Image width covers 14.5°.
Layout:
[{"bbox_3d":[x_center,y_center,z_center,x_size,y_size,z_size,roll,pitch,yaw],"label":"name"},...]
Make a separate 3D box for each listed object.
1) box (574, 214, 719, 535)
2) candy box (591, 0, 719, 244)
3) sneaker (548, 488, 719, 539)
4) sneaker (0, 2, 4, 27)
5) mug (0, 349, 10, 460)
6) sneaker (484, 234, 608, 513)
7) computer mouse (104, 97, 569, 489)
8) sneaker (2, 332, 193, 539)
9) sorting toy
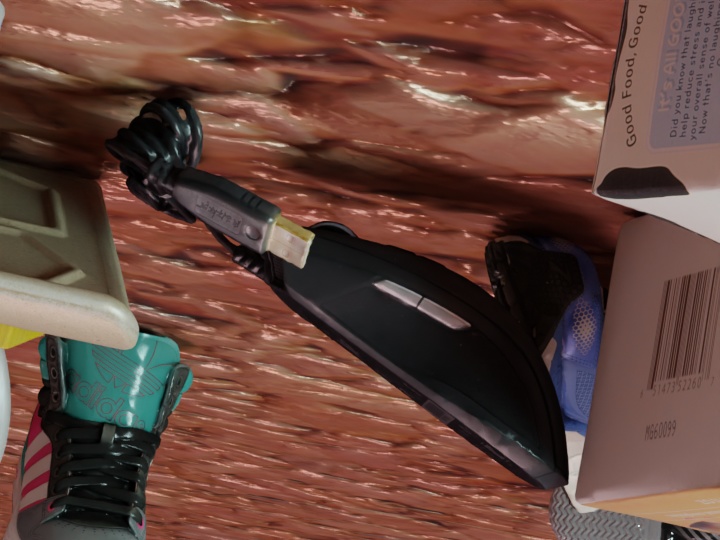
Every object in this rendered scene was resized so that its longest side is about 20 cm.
[{"bbox_3d":[0.197,0.045,0.952,0.199,0.107,0.152,14,169,-16],"label":"box"},{"bbox_3d":[0.184,-0.033,0.656,0.167,0.072,0.200,19,166,-40],"label":"candy box"},{"bbox_3d":[0.213,0.157,1.615,0.199,0.075,0.115,12,171,18],"label":"sneaker"},{"bbox_3d":[-0.217,-0.066,0.835,0.199,0.081,0.115,8,171,22],"label":"sneaker"},{"bbox_3d":[-0.261,0.056,1.406,0.175,0.148,0.200,-1,-163,17],"label":"mug"},{"bbox_3d":[0.104,0.032,1.102,0.089,0.079,0.200,-16,157,10],"label":"sneaker"},{"bbox_3d":[0.000,0.000,0.974,0.200,0.046,0.140,36,174,7],"label":"computer mouse"},{"bbox_3d":[-0.131,0.090,1.452,0.083,0.121,0.200,13,-162,-15],"label":"sneaker"},{"bbox_3d":[-0.177,-0.017,1.003,0.184,0.037,0.200,13,-168,-14],"label":"sorting toy"}]
